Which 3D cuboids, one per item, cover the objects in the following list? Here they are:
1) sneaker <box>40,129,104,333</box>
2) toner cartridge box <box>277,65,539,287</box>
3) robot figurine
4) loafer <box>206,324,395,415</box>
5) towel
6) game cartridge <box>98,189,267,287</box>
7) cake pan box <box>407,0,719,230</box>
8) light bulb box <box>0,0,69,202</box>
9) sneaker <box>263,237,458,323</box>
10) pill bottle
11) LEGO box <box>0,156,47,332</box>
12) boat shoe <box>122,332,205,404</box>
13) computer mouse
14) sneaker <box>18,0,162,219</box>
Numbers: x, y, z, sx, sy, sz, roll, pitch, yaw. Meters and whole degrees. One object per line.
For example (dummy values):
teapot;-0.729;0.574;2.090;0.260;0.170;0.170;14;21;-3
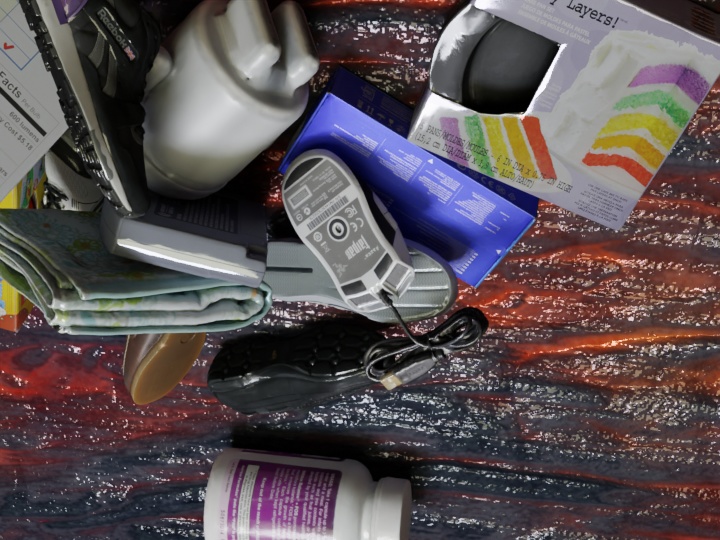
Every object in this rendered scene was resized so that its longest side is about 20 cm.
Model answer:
sneaker;-0.255;-0.028;1.107;0.075;0.087;0.202;32;139;40
toner cartridge box;0.040;-0.074;1.040;0.198;0.043;0.095;30;131;-11
robot figurine;-0.118;-0.132;0.986;0.168;0.114;0.199;13;140;-44
loafer;-0.051;0.098;1.193;0.198;0.069;0.071;-10;134;28
towel;-0.191;-0.005;0.997;0.170;0.198;0.049;32;111;41
game cartridge;-0.141;-0.038;1.013;0.131;0.200;0.041;18;102;-9
cake pan box;0.150;-0.144;0.953;0.198;0.053;0.185;23;128;-6
light bulb box;-0.294;-0.173;0.924;0.198;0.201;0.124;46;166;-23
sneaker;0.000;0.000;1.080;0.197;0.070;0.074;10;98;29
pill bottle;-0.050;0.244;1.278;0.197;0.113;0.114;4;130;11
LEGO box;-0.361;-0.058;1.130;0.147;0.078;0.202;14;131;2
boat shoe;-0.181;0.041;1.181;0.071;0.070;0.201;49;130;23
computer mouse;0.011;-0.009;1.011;0.109;0.044;0.202;-33;85;27
sneaker;-0.168;-0.139;0.877;0.087;0.076;0.203;-23;107;-17
